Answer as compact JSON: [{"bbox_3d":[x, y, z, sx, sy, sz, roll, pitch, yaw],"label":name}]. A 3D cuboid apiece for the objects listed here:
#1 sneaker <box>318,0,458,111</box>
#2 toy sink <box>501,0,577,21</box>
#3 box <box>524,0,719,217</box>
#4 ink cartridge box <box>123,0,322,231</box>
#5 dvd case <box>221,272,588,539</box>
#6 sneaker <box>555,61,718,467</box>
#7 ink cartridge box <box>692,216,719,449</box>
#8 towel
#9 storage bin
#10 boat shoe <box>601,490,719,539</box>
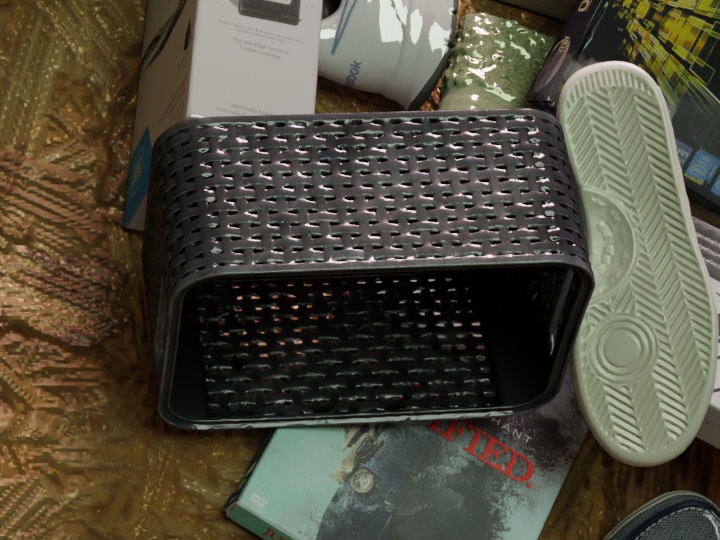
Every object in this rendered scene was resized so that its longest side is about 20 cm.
[{"bbox_3d":[0.010,-0.184,1.503,0.087,0.075,0.200,12,58,-12],"label":"sneaker"},{"bbox_3d":[0.181,-0.208,1.564,0.200,0.112,0.130,16,58,-15],"label":"toy sink"},{"bbox_3d":[0.211,-0.111,1.476,0.200,0.049,0.161,30,89,-14],"label":"box"},{"bbox_3d":[-0.067,-0.125,1.409,0.067,0.116,0.200,13,58,-16],"label":"ink cartridge box"},{"bbox_3d":[0.036,0.081,1.397,0.146,0.022,0.200,33,54,-4],"label":"dvd case"},{"bbox_3d":[0.137,0.000,1.380,0.075,0.085,0.200,-4,81,5],"label":"sneaker"},{"bbox_3d":[0.218,0.053,1.398,0.200,0.044,0.094,28,64,22],"label":"ink cartridge box"},{"bbox_3d":[0.127,-0.051,1.501,0.200,0.036,0.148,25,55,-9],"label":"towel"},{"bbox_3d":[0.000,0.000,1.330,0.200,0.135,0.094,-1,56,-10],"label":"storage bin"},{"bbox_3d":[0.138,0.170,1.349,0.075,0.093,0.200,40,55,1],"label":"boat shoe"}]
